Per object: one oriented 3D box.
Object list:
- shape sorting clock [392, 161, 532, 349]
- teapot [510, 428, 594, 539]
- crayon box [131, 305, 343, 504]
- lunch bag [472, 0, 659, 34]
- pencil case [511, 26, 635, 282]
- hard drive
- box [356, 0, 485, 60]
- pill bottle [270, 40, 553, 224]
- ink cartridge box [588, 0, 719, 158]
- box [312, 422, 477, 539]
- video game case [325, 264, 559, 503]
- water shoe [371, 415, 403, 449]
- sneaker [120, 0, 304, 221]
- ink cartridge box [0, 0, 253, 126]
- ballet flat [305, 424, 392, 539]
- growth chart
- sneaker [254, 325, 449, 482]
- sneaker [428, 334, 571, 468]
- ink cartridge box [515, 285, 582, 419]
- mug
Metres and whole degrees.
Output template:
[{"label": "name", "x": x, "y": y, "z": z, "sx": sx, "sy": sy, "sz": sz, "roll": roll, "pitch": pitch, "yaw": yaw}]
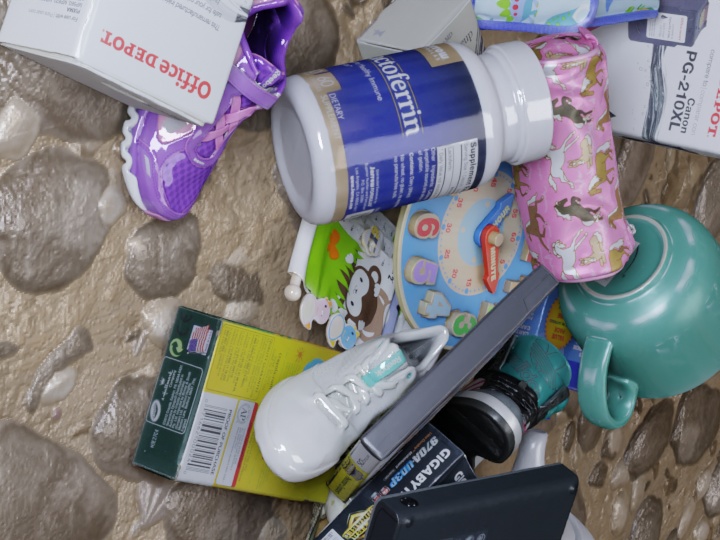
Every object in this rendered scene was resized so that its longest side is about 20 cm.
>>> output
[{"label": "shape sorting clock", "x": 0.100, "y": -0.031, "z": 1.750, "sx": 0.199, "sy": 0.039, "sz": 0.201, "roll": -24, "pitch": 122, "yaw": -44}, {"label": "teapot", "x": 0.135, "y": 0.267, "z": 1.879, "sx": 0.197, "sy": 0.200, "sz": 0.147, "roll": -23, "pitch": 139, "yaw": -27}, {"label": "crayon box", "x": -0.083, "y": 0.110, "z": 1.659, "sx": 0.200, "sy": 0.051, "sz": 0.128, "roll": 20, "pitch": 86, "yaw": -54}, {"label": "lunch bag", "x": 0.166, "y": -0.295, "z": 1.792, "sx": 0.199, "sy": 0.127, "sz": 0.171, "roll": -11, "pitch": 114, "yaw": -38}, {"label": "pencil case", "x": 0.169, "y": -0.093, "z": 1.727, "sx": 0.086, "sy": 0.082, "sz": 0.201, "roll": -29, "pitch": 116, "yaw": -41}, {"label": "hard drive", "x": 0.079, "y": 0.230, "z": 1.673, "sx": 0.199, "sy": 0.033, "sz": 0.140, "roll": -5, "pitch": 120, "yaw": -40}, {"label": "box", "x": 0.069, "y": -0.131, "z": 1.758, "sx": 0.082, "sy": 0.068, "sz": 0.201, "roll": -49, "pitch": 138, "yaw": -28}, {"label": "pill bottle", "x": 0.040, "y": -0.110, "z": 1.623, "sx": 0.199, "sy": 0.116, "sz": 0.116, "roll": -14, "pitch": 118, "yaw": -17}, {"label": "ink cartridge box", "x": 0.282, "y": -0.185, "z": 1.912, "sx": 0.084, "sy": 0.199, "sz": 0.146, "roll": 8, "pitch": 96, "yaw": -54}, {"label": "box", "x": 0.039, "y": 0.231, "z": 1.719, "sx": 0.159, "sy": 0.046, "sz": 0.200, "roll": -44, "pitch": 148, "yaw": -10}, {"label": "video game case", "x": 0.062, "y": 0.092, "z": 1.658, "sx": 0.200, "sy": 0.026, "sz": 0.181, "roll": -43, "pitch": 174, "yaw": -18}, {"label": "water shoe", "x": 0.040, "y": 0.185, "z": 1.829, "sx": 0.071, "sy": 0.079, "sz": 0.201, "roll": 5, "pitch": 99, "yaw": -54}, {"label": "sneaker", "x": -0.101, "y": -0.128, "z": 1.516, "sx": 0.080, "sy": 0.088, "sz": 0.201, "roll": 32, "pitch": 78, "yaw": -54}, {"label": "ink cartridge box", "x": -0.141, "y": -0.216, "z": 1.426, "sx": 0.144, "sy": 0.083, "sz": 0.201, "roll": 24, "pitch": 82, "yaw": -51}, {"label": "ballet flat", "x": -0.018, "y": 0.227, "z": 1.745, "sx": 0.075, "sy": 0.067, "sz": 0.201, "roll": -71, "pitch": -176, "yaw": -79}, {"label": "growth chart", "x": 0.000, "y": 0.000, "z": 1.733, "sx": 0.200, "sy": 0.018, "sz": 0.146, "roll": 35, "pitch": 58, "yaw": -53}, {"label": "sneaker", "x": -0.003, "y": 0.089, "z": 1.627, "sx": 0.075, "sy": 0.088, "sz": 0.200, "roll": 54, "pitch": 41, "yaw": -1}, {"label": "sneaker", "x": 0.131, "y": 0.107, "z": 1.815, "sx": 0.121, "sy": 0.084, "sz": 0.200, "roll": -43, "pitch": 180, "yaw": -13}, {"label": "ink cartridge box", "x": 0.173, "y": 0.033, "z": 1.957, "sx": 0.136, "sy": 0.076, "sz": 0.201, "roll": 15, "pitch": 92, "yaw": -54}, {"label": "mug", "x": 0.251, "y": 0.031, "z": 1.851, "sx": 0.114, "sy": 0.151, "sz": 0.186, "roll": 49, "pitch": 30, "yaw": -44}]
